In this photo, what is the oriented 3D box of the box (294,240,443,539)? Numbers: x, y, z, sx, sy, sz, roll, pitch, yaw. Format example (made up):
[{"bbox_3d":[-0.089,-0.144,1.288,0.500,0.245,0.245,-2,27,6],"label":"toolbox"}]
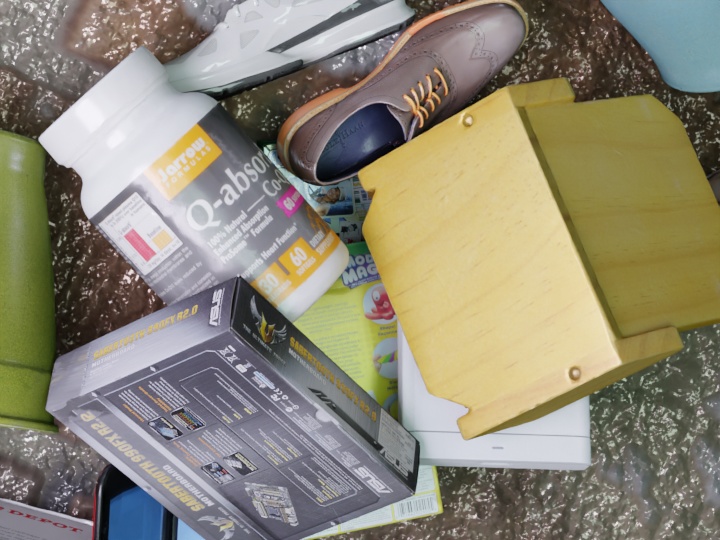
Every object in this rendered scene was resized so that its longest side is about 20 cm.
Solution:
[{"bbox_3d":[-0.016,0.082,1.650,0.117,0.048,0.200,-10,97,-11],"label":"box"}]

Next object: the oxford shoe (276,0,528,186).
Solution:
[{"bbox_3d":[0.039,-0.118,1.618,0.200,0.073,0.071,-37,115,-3],"label":"oxford shoe"}]

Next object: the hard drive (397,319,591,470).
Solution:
[{"bbox_3d":[0.092,0.036,1.619,0.132,0.027,0.200,2,74,-8],"label":"hard drive"}]

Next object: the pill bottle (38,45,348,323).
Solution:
[{"bbox_3d":[-0.112,-0.044,1.548,0.116,0.116,0.200,-43,97,-3],"label":"pill bottle"}]

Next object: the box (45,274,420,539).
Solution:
[{"bbox_3d":[-0.081,0.103,1.535,0.158,0.048,0.200,-24,129,30],"label":"box"}]

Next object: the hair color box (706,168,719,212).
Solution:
[{"bbox_3d":[0.320,-0.060,1.711,0.200,0.100,0.061,-29,103,-7],"label":"hair color box"}]

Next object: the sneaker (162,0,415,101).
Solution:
[{"bbox_3d":[-0.071,-0.190,1.626,0.200,0.076,0.115,-23,94,-16],"label":"sneaker"}]

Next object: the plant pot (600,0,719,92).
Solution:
[{"bbox_3d":[0.242,-0.235,1.625,0.200,0.200,0.188,-30,115,-7],"label":"plant pot"}]

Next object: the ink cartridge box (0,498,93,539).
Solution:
[{"bbox_3d":[-0.265,0.213,1.553,0.147,0.200,0.083,14,98,7],"label":"ink cartridge box"}]

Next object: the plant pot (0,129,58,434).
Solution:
[{"bbox_3d":[-0.285,0.000,1.551,0.200,0.200,0.193,10,84,-14],"label":"plant pot"}]

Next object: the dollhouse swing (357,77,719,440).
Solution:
[{"bbox_3d":[0.136,-0.012,1.607,0.182,0.176,0.200,-29,78,27],"label":"dollhouse swing"}]

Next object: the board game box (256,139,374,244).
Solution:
[{"bbox_3d":[0.000,0.000,1.685,0.134,0.029,0.200,-6,100,-11],"label":"board game box"}]

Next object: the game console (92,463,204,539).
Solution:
[{"bbox_3d":[-0.111,0.225,1.649,0.172,0.119,0.200,2,99,-13],"label":"game console"}]
